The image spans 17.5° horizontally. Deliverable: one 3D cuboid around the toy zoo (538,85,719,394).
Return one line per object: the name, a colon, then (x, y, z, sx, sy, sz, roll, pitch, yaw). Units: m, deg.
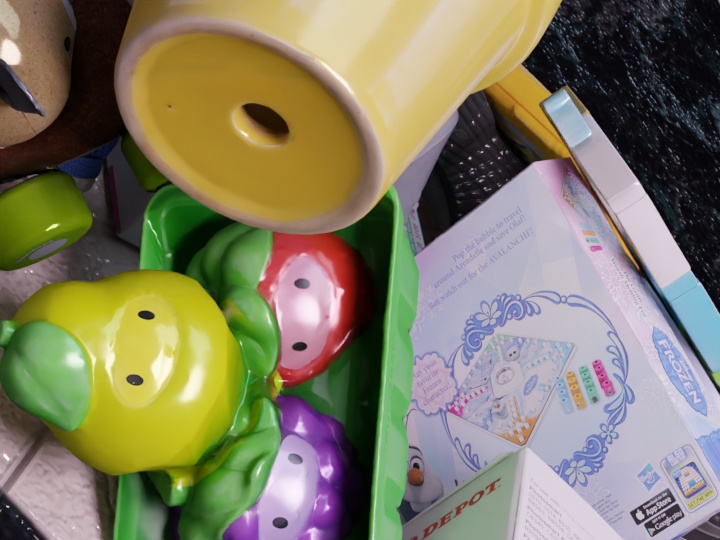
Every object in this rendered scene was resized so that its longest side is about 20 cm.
toy zoo: (0.150, -0.018, 1.237, 0.200, 0.020, 0.131, 56, 5, -28)

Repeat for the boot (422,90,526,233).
boot: (0.051, -0.080, 1.489, 0.131, 0.067, 0.201, 46, -16, 53)

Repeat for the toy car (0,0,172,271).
toy car: (-0.155, -0.110, 1.072, 0.165, 0.157, 0.200, 61, -3, 6)

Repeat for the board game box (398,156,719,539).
board game box: (0.081, 0.077, 1.240, 0.043, 0.200, 0.200, -13, 70, -54)

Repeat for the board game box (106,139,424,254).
board game box: (-0.052, -0.052, 1.324, 0.199, 0.064, 0.148, 27, 39, -38)

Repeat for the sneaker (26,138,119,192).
sneaker: (-0.163, -0.142, 1.231, 0.078, 0.089, 0.201, 7, 50, -53)

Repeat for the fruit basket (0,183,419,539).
fruit basket: (-0.063, 0.052, 1.076, 0.215, 0.154, 0.217, -2, 90, -67)

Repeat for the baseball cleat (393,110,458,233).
baseball cleat: (0.000, 0.000, 1.229, 0.106, 0.200, 0.070, 42, 4, -12)

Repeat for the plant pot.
plant pot: (-0.015, -0.126, 1.055, 0.201, 0.200, 0.190, 41, 51, -21)

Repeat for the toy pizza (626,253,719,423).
toy pizza: (0.185, 0.079, 1.296, 0.201, 0.032, 0.200, 58, 5, -7)

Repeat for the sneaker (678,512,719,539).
sneaker: (0.195, 0.098, 1.503, 0.071, 0.083, 0.201, 21, 43, -45)

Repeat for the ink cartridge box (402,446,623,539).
ink cartridge box: (0.045, 0.202, 1.111, 0.084, 0.146, 0.200, 42, 31, -17)

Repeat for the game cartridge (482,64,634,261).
game cartridge: (0.112, -0.071, 1.479, 0.200, 0.032, 0.177, 49, -7, 34)
